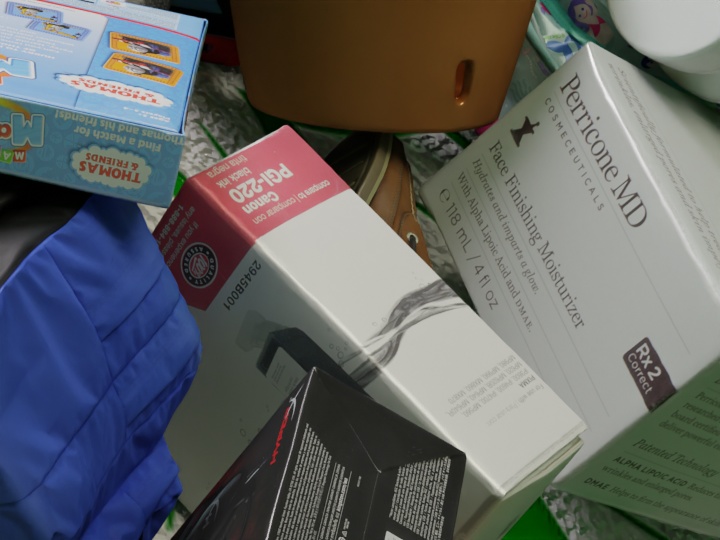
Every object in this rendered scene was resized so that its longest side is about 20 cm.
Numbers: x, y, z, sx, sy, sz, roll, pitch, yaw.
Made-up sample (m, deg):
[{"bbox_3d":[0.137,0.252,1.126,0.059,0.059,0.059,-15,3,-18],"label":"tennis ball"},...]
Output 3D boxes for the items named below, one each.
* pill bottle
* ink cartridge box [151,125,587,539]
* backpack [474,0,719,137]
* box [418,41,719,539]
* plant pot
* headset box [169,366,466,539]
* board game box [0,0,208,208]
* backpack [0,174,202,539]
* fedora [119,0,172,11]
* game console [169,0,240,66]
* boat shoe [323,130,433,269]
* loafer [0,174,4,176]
[{"bbox_3d":[0.225,-0.136,1.295,0.200,0.113,0.113,16,39,-50],"label":"pill bottle"},{"bbox_3d":[-0.019,0.060,1.083,0.200,0.146,0.085,44,37,10],"label":"ink cartridge box"},{"bbox_3d":[0.129,-0.126,1.402,0.177,0.151,0.200,10,49,-46],"label":"backpack"},{"bbox_3d":[0.165,0.017,1.251,0.200,0.131,0.199,21,36,-47],"label":"box"},{"bbox_3d":[0.011,-0.153,1.278,0.199,0.141,0.200,4,12,-1],"label":"plant pot"},{"bbox_3d":[-0.049,0.159,0.909,0.077,0.200,0.149,31,38,-13],"label":"headset box"},{"bbox_3d":[-0.145,-0.085,1.014,0.151,0.037,0.200,12,17,-5],"label":"board game box"},{"bbox_3d":[-0.157,0.058,0.967,0.168,0.162,0.200,66,25,-23],"label":"backpack"},{"bbox_3d":[-0.190,-0.140,1.185,0.200,0.092,0.201,9,63,-18],"label":"fedora"},{"bbox_3d":[-0.151,-0.193,1.341,0.199,0.031,0.177,8,46,-34],"label":"game console"},{"bbox_3d":[0.000,0.000,1.235,0.068,0.072,0.200,41,35,-20],"label":"boat shoe"},{"bbox_3d":[-0.235,-0.045,1.082,0.200,0.070,0.068,30,44,-3],"label":"loafer"}]
